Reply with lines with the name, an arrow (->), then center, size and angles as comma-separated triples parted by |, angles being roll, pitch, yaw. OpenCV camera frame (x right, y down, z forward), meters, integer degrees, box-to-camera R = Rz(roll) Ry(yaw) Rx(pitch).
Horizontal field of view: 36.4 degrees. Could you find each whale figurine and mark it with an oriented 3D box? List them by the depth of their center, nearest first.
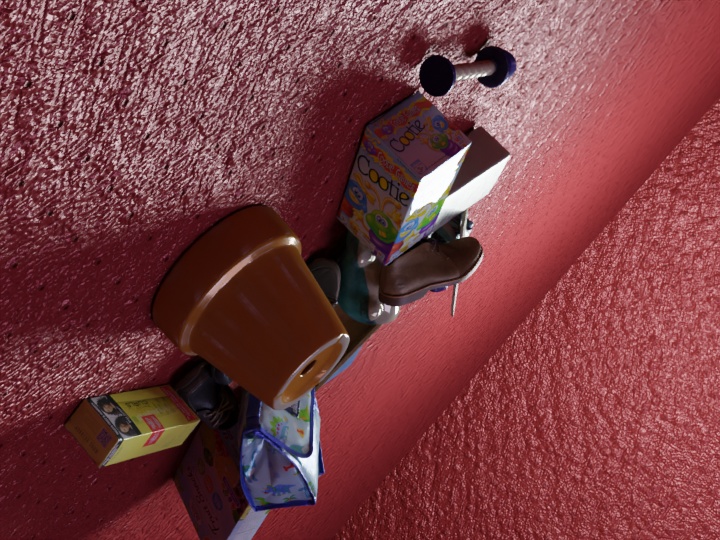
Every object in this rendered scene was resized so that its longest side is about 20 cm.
whale figurine -> 0.000, 0.000, 1.624 | 0.102, 0.162, 0.200 | -4, 154, 13

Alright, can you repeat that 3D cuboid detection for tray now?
tray -> -0.047, 0.095, 1.735 | 0.200, 0.099, 0.037 | -45, -170, -2

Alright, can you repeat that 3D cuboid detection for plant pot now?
plant pot -> -0.117, 0.058, 1.313 | 0.200, 0.183, 0.201 | -41, 164, -15

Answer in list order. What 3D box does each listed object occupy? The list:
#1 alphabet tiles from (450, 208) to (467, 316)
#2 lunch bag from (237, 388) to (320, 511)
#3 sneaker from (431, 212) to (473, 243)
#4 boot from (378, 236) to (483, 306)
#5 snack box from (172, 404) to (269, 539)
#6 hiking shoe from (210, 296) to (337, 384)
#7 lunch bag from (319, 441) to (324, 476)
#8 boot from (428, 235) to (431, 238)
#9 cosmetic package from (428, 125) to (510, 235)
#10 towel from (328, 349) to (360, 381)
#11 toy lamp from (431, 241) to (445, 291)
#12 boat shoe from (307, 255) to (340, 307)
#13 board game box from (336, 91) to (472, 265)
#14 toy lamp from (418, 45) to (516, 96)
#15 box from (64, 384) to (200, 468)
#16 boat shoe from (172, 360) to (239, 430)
alphabet tiles -> 0.164, -0.031, 1.802 | 0.201, 0.006, 0.169 | -74, 170, -55
lunch bag -> -0.127, 0.229, 1.625 | 0.125, 0.172, 0.202 | -10, 133, 9
sneaker -> 0.170, -0.057, 1.968 | 0.086, 0.077, 0.200 | -46, 165, -9
boot -> 0.107, -0.019, 1.586 | 0.198, 0.073, 0.077 | -25, 124, -36
snack box -> -0.220, 0.348, 1.773 | 0.067, 0.170, 0.201 | -8, 143, -37
hiking shoe -> -0.124, 0.090, 1.512 | 0.201, 0.100, 0.076 | -50, 162, 1
lunch bag -> -0.136, 0.268, 1.831 | 0.093, 0.203, 0.151 | 14, 143, -26
boot -> 0.059, -0.026, 1.803 | 0.200, 0.067, 0.132 | -41, 161, -44
cosmetic package -> 0.131, -0.130, 1.690 | 0.199, 0.073, 0.104 | -35, 162, -35
towel -> -0.024, 0.112, 1.934 | 0.111, 0.049, 0.201 | -30, 157, -43
toy lamp -> 0.119, -0.008, 1.761 | 0.058, 0.058, 0.200 | -45, 170, -2
boat shoe -> -0.076, 0.056, 1.640 | 0.066, 0.071, 0.203 | -75, -177, -59
board game box -> 0.055, -0.119, 1.465 | 0.104, 0.103, 0.201 | -36, 162, -30
toy lamp -> 0.149, -0.263, 1.440 | 0.199, 0.058, 0.058 | -25, 155, -54
box -> -0.290, 0.198, 1.414 | 0.050, 0.075, 0.200 | -49, 163, 13
boat shoe -> -0.211, 0.185, 1.583 | 0.074, 0.073, 0.200 | -44, 164, -5
